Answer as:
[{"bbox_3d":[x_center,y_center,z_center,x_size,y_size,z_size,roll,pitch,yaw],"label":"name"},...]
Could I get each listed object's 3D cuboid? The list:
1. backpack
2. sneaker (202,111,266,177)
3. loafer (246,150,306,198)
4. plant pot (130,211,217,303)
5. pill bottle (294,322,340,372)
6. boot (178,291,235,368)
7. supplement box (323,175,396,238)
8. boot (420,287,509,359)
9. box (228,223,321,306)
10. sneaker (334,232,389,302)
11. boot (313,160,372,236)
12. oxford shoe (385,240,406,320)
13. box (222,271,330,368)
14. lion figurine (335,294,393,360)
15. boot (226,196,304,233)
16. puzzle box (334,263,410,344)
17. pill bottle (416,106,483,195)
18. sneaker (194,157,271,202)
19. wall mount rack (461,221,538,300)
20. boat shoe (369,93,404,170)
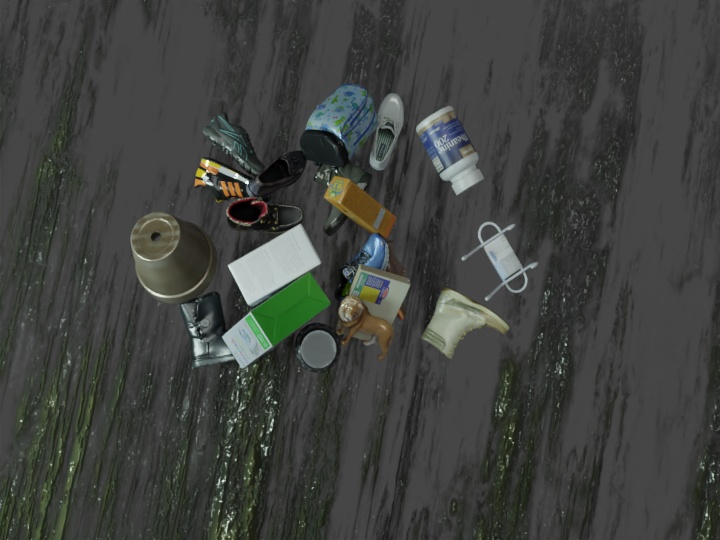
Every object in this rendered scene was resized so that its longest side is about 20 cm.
[{"bbox_3d":[-0.042,-0.361,1.676,0.198,0.161,0.157,-35,128,-31],"label":"backpack"},{"bbox_3d":[-0.298,-0.310,1.689,0.199,0.075,0.080,41,81,-2],"label":"sneaker"},{"bbox_3d":[-0.193,-0.241,1.661,0.072,0.063,0.199,49,54,-1],"label":"loafer"},{"bbox_3d":[-0.449,-0.047,1.581,0.194,0.174,0.206,-1,69,4],"label":"plant pot"},{"bbox_3d":[-0.102,0.182,1.613,0.108,0.200,0.116,0,87,-6],"label":"pill bottle"},{"bbox_3d":[-0.335,0.134,1.653,0.194,0.076,0.173,-11,91,0],"label":"boot"},{"bbox_3d":[0.002,-0.152,1.658,0.198,0.066,0.070,31,83,-45],"label":"supplement box"},{"bbox_3d":[0.264,0.154,1.719,0.196,0.072,0.158,27,83,2],"label":"boot"},{"bbox_3d":[-0.204,-0.010,1.639,0.197,0.152,0.108,-30,89,-8],"label":"box"},{"bbox_3d":[0.000,0.000,1.656,0.078,0.088,0.203,40,109,37],"label":"sneaker"},{"bbox_3d":[-0.069,-0.198,1.718,0.129,0.068,0.202,33,78,4],"label":"boot"},{"bbox_3d":[0.086,0.022,1.710,0.071,0.071,0.205,-18,88,-11],"label":"oxford shoe"},{"bbox_3d":[-0.195,0.119,1.582,0.199,0.176,0.098,-35,90,-40],"label":"box"},{"bbox_3d":[0.019,0.134,1.640,0.197,0.073,0.124,21,115,-32],"label":"lion figurine"},{"bbox_3d":[-0.231,-0.136,1.645,0.194,0.151,0.076,0,86,-6],"label":"boot"},{"bbox_3d":[0.028,0.086,1.655,0.130,0.026,0.203,17,123,-11],"label":"puzzle box"},{"bbox_3d":[0.232,-0.301,1.725,0.109,0.111,0.203,-29,89,-7],"label":"pill bottle"},{"bbox_3d":[-0.318,-0.202,1.690,0.196,0.070,0.092,27,100,-4],"label":"sneaker"},{"bbox_3d":[0.350,-0.021,1.737,0.171,0.075,0.203,-32,89,-7],"label":"wall mount rack"},{"bbox_3d":[0.073,-0.358,1.734,0.071,0.067,0.206,11,85,-5],"label":"boat shoe"}]
